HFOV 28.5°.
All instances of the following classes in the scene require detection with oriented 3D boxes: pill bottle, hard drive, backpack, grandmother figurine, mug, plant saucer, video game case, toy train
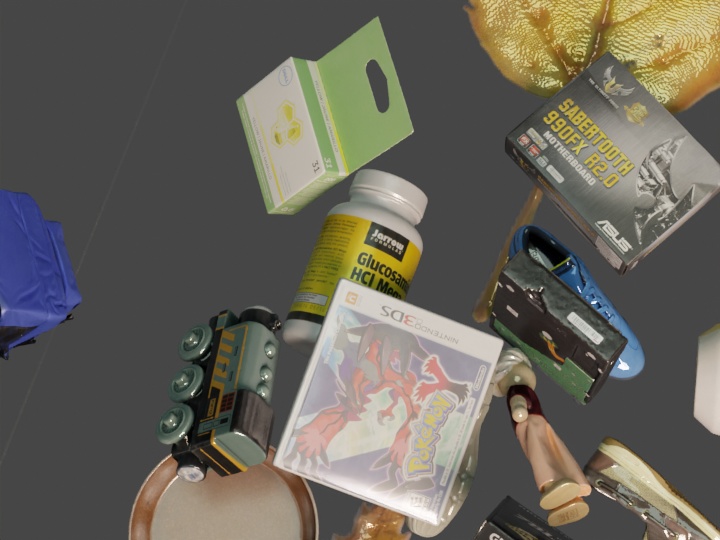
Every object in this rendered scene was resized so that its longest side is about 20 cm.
[{"bbox_3d":[0.000,0.000,1.517,0.111,0.113,0.202,18,75,8],"label":"pill bottle"},{"bbox_3d":[0.198,0.062,1.445,0.140,0.200,0.038,41,77,14],"label":"hard drive"},{"bbox_3d":[-0.408,0.029,1.505,0.199,0.167,0.164,-28,66,28],"label":"backpack"},{"bbox_3d":[0.180,0.164,1.461,0.060,0.122,0.201,-16,48,-2],"label":"grandmother figurine"},{"bbox_3d":[0.425,0.110,1.472,0.152,0.187,0.151,3,106,13],"label":"mug"},{"bbox_3d":[-0.141,0.274,1.484,0.198,0.035,0.202,-1,72,2],"label":"plant saucer"},{"bbox_3d":[0.029,0.132,1.432,0.181,0.023,0.202,21,86,-5],"label":"video game case"},{"bbox_3d":[-0.137,0.124,1.466,0.113,0.085,0.201,-17,43,28],"label":"toy train"}]

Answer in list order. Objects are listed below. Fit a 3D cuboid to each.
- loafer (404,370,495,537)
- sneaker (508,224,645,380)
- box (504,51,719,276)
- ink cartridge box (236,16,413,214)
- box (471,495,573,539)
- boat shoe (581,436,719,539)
[{"bbox_3d":[0.086,0.178,1.490,0.070,0.070,0.202,22,84,-32],"label":"loafer"},{"bbox_3d":[0.230,0.034,1.517,0.066,0.079,0.200,-37,77,-10],"label":"sneaker"},{"bbox_3d":[0.282,-0.119,1.574,0.158,0.048,0.200,-39,76,-8],"label":"box"},{"bbox_3d":[-0.043,-0.168,1.544,0.199,0.048,0.147,-32,67,40],"label":"ink cartridge box"},{"bbox_3d":[0.203,0.302,1.373,0.199,0.198,0.050,34,97,12],"label":"box"},{"bbox_3d":[0.311,0.257,1.454,0.200,0.073,0.065,42,90,17],"label":"boat shoe"}]
